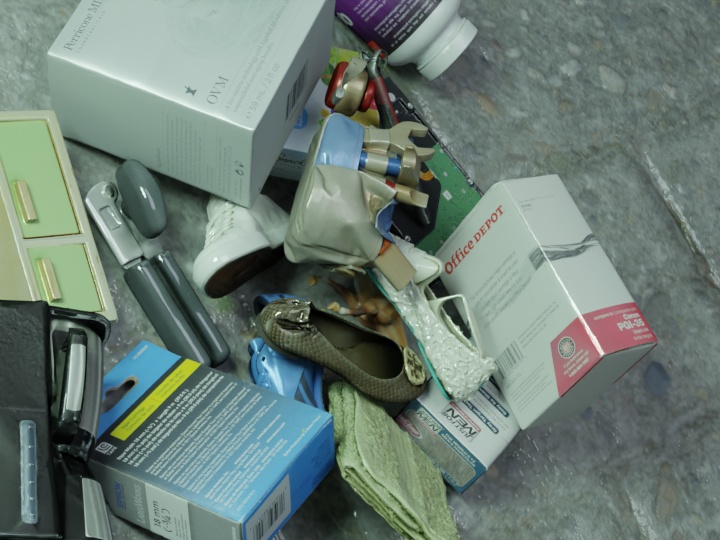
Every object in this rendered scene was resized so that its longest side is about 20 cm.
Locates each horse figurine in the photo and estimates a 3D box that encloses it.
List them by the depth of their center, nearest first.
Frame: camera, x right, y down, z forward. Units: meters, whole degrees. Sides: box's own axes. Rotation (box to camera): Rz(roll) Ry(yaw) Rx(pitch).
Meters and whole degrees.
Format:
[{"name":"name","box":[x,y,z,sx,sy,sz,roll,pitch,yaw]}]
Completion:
[{"name":"horse figurine","box":[0.000,0.000,1.560,0.132,0.050,0.201,27,43,-41]}]

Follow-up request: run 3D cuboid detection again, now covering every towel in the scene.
[{"name":"towel","box":[0.030,0.178,1.424,0.148,0.036,0.200,47,9,-16]}]

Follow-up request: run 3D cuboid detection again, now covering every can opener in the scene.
[{"name":"can opener","box":[-0.180,0.001,1.423,0.053,0.066,0.201,-28,89,-44]}]

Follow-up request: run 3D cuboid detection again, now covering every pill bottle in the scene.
[{"name":"pill bottle","box":[0.028,-0.299,1.712,0.200,0.112,0.113,43,48,-10]}]

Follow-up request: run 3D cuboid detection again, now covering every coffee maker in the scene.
[{"name":"coffee maker","box":[-0.288,0.136,1.236,0.191,0.135,0.201,-3,63,-5]}]

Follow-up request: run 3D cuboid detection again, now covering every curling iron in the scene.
[{"name":"curling iron","box":[0.039,-0.131,1.571,0.050,0.025,0.201,-69,143,-54]}]

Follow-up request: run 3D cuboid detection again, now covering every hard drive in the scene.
[{"name":"hard drive","box":[0.046,-0.090,1.660,0.200,0.038,0.140,50,47,-3]}]

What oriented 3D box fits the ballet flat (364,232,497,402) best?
[{"name":"ballet flat","box":[0.065,0.028,1.509,0.072,0.072,0.200,-26,82,-43]}]

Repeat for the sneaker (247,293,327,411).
[{"name":"sneaker","box":[-0.074,0.112,1.440,0.078,0.066,0.201,18,54,-26]}]

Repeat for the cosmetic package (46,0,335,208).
[{"name":"cosmetic package","box":[-0.150,-0.196,1.448,0.199,0.123,0.200,20,58,8]}]

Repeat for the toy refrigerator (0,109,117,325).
[{"name":"toy refrigerator","box":[-0.278,-0.035,1.360,0.076,0.070,0.201,-6,70,-40]}]

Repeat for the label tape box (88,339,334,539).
[{"name":"label tape box","box":[-0.142,0.152,1.346,0.199,0.063,0.144,19,42,25]}]

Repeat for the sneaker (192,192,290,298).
[{"name":"sneaker","box":[-0.122,-0.032,1.455,0.085,0.073,0.200,46,17,3]}]

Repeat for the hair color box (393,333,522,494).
[{"name":"hair color box","box":[0.126,0.119,1.582,0.100,0.061,0.200,44,46,4]}]

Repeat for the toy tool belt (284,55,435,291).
[{"name":"toy tool belt","box":[0.011,-0.086,1.469,0.122,0.125,0.201,19,67,-10]}]

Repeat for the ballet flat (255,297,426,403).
[{"name":"ballet flat","box":[-0.007,0.068,1.440,0.200,0.046,0.068,26,37,-35]}]

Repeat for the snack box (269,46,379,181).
[{"name":"snack box","box":[-0.081,-0.162,1.561,0.199,0.053,0.143,11,55,-16]}]

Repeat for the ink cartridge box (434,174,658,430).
[{"name":"ink cartridge box","box":[0.173,0.028,1.534,0.083,0.147,0.200,-10,63,-36]}]
